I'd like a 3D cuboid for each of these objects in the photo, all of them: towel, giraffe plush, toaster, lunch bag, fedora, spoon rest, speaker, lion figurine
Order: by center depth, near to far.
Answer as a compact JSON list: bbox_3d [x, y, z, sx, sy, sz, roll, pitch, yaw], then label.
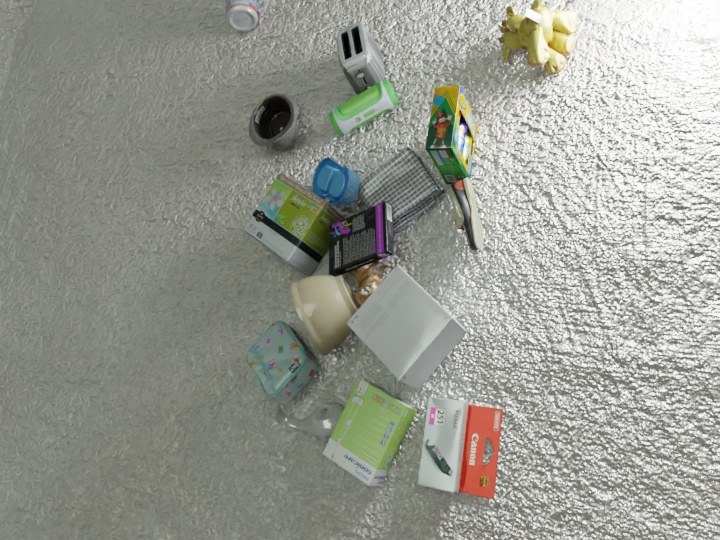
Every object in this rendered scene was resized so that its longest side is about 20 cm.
[{"bbox_3d":[-0.124,0.376,1.565,0.196,0.061,0.100,-1,41,22],"label":"spoon rest"},{"bbox_3d":[0.440,-0.612,1.601,0.161,0.198,0.175,24,86,59],"label":"giraffe plush"},{"bbox_3d":[-0.211,0.243,1.621,0.160,0.077,0.200,-43,45,0],"label":"lunch bag"},{"bbox_3d":[0.000,0.000,1.642,0.123,0.072,0.200,-53,45,12],"label":"lion figurine"},{"bbox_3d":[0.105,-0.213,1.648,0.199,0.085,0.167,-37,62,9],"label":"towel"},{"bbox_3d":[0.009,-0.470,1.785,0.197,0.088,0.090,-26,63,15],"label":"speaker"},{"bbox_3d":[-0.001,-0.634,1.820,0.111,0.129,0.204,-16,66,18],"label":"toaster"},{"bbox_3d":[-0.253,-0.445,1.896,0.176,0.090,0.201,-38,54,7],"label":"fedora"}]

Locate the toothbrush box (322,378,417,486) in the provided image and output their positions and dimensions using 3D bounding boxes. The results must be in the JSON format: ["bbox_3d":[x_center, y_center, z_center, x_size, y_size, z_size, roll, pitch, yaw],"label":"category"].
[{"bbox_3d":[0.023,0.387,1.476,0.144,0.086,0.203,23,83,29],"label":"toothbrush box"}]

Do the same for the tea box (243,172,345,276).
[{"bbox_3d":[-0.184,-0.128,1.728,0.198,0.133,0.199,32,87,31],"label":"tea box"}]

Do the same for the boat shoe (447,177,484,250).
[{"bbox_3d":[0.264,-0.138,1.555,0.062,0.071,0.204,-19,63,24],"label":"boat shoe"}]

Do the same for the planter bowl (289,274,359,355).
[{"bbox_3d":[-0.078,0.094,1.573,0.133,0.201,0.203,-27,62,3],"label":"planter bowl"}]

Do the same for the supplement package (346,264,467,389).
[{"bbox_3d":[0.113,0.138,1.484,0.192,0.147,0.200,-48,60,3],"label":"supplement package"}]

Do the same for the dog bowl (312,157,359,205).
[{"bbox_3d":[-0.068,-0.244,1.721,0.199,0.049,0.114,34,107,53],"label":"dog bowl"}]

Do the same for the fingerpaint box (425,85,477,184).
[{"bbox_3d":[0.236,-0.339,1.563,0.072,0.200,0.171,3,73,24],"label":"fingerpaint box"}]

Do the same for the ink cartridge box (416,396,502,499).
[{"bbox_3d":[0.226,0.401,1.400,0.170,0.043,0.205,2,73,27],"label":"ink cartridge box"}]

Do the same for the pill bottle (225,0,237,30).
[{"bbox_3d":[-0.413,-0.945,2.138,0.107,0.109,0.204,-14,67,20],"label":"pill bottle"}]

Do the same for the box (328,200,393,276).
[{"bbox_3d":[-0.002,-0.080,1.605,0.197,0.036,0.146,-19,59,33],"label":"box"}]
